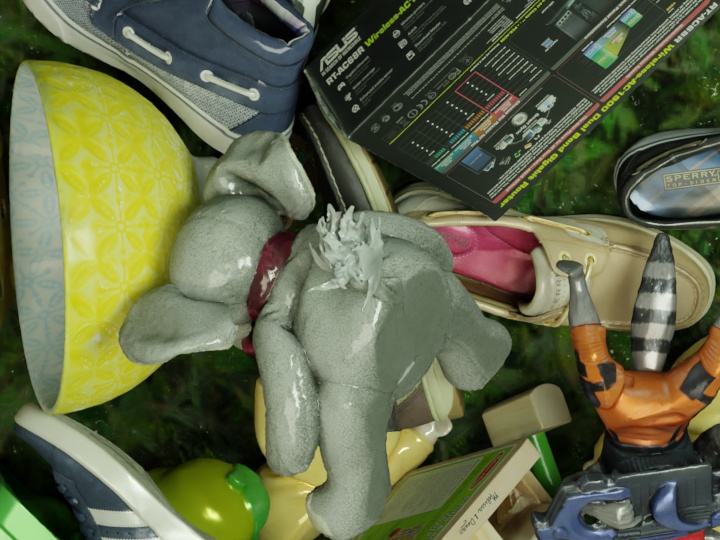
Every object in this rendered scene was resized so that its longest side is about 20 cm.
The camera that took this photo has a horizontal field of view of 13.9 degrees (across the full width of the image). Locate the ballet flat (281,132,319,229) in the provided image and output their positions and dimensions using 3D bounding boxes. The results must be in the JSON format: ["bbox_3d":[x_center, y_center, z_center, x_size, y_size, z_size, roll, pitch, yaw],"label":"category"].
[{"bbox_3d":[-0.108,-0.011,1.758,0.071,0.065,0.200,44,112,-11],"label":"ballet flat"}]

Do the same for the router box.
[{"bbox_3d":[0.090,-0.133,1.628,0.200,0.062,0.150,-43,142,16],"label":"router box"}]

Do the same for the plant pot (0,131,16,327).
[{"bbox_3d":[-0.309,-0.016,1.728,0.200,0.194,0.196,-3,110,4],"label":"plant pot"}]

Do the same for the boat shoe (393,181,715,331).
[{"bbox_3d":[0.106,0.003,1.725,0.200,0.069,0.074,12,113,6],"label":"boat shoe"}]

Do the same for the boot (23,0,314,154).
[{"bbox_3d":[-0.109,-0.153,1.669,0.200,0.073,0.090,36,135,16],"label":"boot"}]

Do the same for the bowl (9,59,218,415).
[{"bbox_3d":[-0.131,-0.022,1.665,0.108,0.200,0.200,-5,112,-14],"label":"bowl"}]

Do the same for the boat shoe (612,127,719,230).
[{"bbox_3d":[0.241,-0.059,1.681,0.200,0.066,0.070,-6,110,12],"label":"boat shoe"}]

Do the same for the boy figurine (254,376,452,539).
[{"bbox_3d":[-0.008,0.089,1.780,0.124,0.064,0.200,16,116,-16],"label":"boy figurine"}]

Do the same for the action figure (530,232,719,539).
[{"bbox_3d":[0.191,0.086,1.668,0.200,0.105,0.194,0,112,-6],"label":"action figure"}]

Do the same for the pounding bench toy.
[{"bbox_3d":[0.095,0.182,1.733,0.156,0.200,0.124,51,145,-12],"label":"pounding bench toy"}]

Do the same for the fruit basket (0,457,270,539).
[{"bbox_3d":[-0.142,0.185,1.802,0.215,0.156,0.216,-1,94,-9],"label":"fruit basket"}]

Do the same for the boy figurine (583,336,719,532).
[{"bbox_3d":[0.191,0.123,1.755,0.124,0.064,0.200,21,110,30],"label":"boy figurine"}]

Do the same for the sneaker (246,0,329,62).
[{"bbox_3d":[-0.032,-0.180,1.679,0.074,0.088,0.200,38,139,20],"label":"sneaker"}]

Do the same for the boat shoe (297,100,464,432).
[{"bbox_3d":[0.000,0.000,1.670,0.065,0.073,0.200,-21,97,1],"label":"boat shoe"}]

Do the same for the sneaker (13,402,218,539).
[{"bbox_3d":[-0.136,0.163,1.694,0.200,0.075,0.085,42,90,-2],"label":"sneaker"}]

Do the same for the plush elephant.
[{"bbox_3d":[-0.038,0.019,1.574,0.155,0.165,0.200,21,150,32],"label":"plush elephant"}]
